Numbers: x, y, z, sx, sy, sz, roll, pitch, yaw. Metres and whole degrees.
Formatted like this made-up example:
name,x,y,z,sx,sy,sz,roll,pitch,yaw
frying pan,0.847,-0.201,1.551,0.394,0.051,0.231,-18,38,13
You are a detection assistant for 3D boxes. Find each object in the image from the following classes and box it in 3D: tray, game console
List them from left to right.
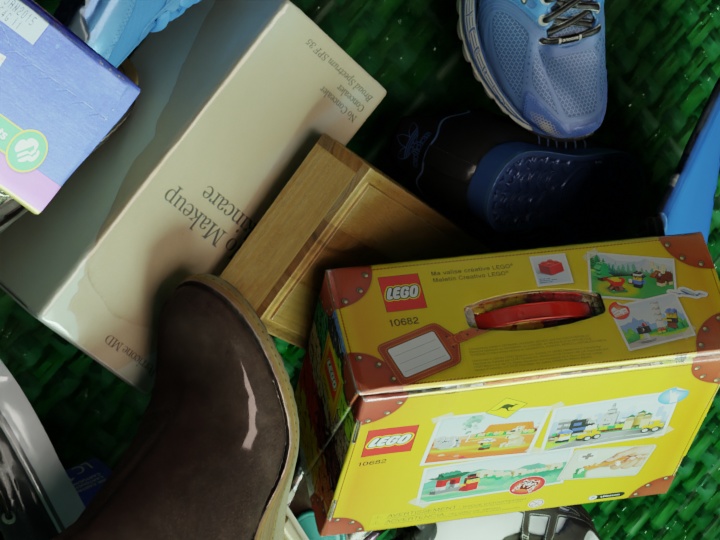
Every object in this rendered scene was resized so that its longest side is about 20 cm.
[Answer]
name,x,y,z,sx,sy,sz,roll,pitch,yaw
tray,0.000,0.000,1.402,0.099,0.037,0.200,-54,156,3
game console,0.126,-0.004,1.483,0.171,0.118,0.200,-6,150,-1

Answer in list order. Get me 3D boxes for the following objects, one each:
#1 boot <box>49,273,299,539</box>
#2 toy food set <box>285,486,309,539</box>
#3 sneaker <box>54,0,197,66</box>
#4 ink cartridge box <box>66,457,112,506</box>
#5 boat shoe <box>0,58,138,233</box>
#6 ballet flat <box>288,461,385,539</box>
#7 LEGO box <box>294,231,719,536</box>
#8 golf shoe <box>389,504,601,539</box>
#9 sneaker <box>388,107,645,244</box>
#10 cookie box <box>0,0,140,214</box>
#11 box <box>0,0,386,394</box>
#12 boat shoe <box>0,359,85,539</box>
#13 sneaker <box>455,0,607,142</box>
name,x,y,z,sx,sy,sz,roll,pitch,yaw
boot,-0.104,0.115,1.272,0.166,0.072,0.200,-22,110,-48
toy food set,-0.053,0.221,1.422,0.144,0.060,0.200,-42,130,-15
sneaker,-0.080,-0.154,1.269,0.078,0.066,0.200,36,77,-18
ink cartridge box,-0.171,0.194,1.410,0.136,0.076,0.200,-23,125,-26
boat shoe,-0.194,-0.045,1.283,0.200,0.073,0.065,-30,144,-23
ballet flat,-0.012,0.129,1.495,0.069,0.071,0.200,35,100,-8
LEGO box,0.075,0.060,1.368,0.200,0.077,0.149,-6,148,-15
golf shoe,0.089,0.159,1.519,0.078,0.094,0.200,-52,158,21
sneaker,0.090,-0.055,1.479,0.200,0.078,0.070,13,105,-61
cookie box,-0.214,-0.126,1.134,0.075,0.200,0.171,-53,131,-1
box,-0.092,-0.048,1.341,0.200,0.078,0.095,-53,133,-1
boat shoe,-0.184,0.102,1.313,0.057,0.069,0.200,-32,96,-24
sneaker,0.097,-0.162,1.384,0.079,0.089,0.200,-20,109,-24
